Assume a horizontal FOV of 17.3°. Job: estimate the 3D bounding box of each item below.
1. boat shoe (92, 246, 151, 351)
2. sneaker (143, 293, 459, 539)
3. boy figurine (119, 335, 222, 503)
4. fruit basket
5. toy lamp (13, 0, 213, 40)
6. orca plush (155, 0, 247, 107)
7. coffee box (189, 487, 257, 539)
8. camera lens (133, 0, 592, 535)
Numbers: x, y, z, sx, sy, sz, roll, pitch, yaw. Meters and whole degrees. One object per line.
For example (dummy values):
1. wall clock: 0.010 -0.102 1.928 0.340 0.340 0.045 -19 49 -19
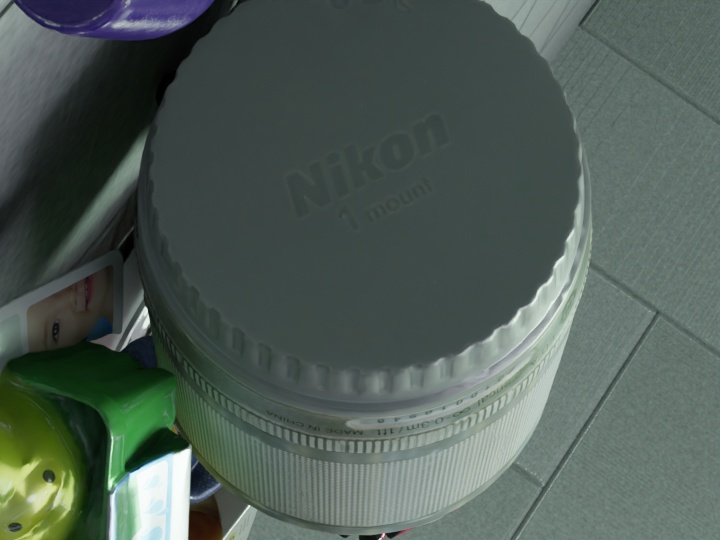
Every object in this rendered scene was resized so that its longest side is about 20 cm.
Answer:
1. boat shoe: -0.057 -0.016 1.121 0.200 0.066 0.070 -53 176 -40
2. sneaker: -0.024 0.033 1.026 0.074 0.200 0.081 -14 149 -48
3. boy figurine: -0.107 0.075 0.925 0.199 0.125 0.064 -21 160 -51
4. fruit basket: -0.132 0.109 0.763 0.200 0.093 0.187 -40 139 -58
5. toy lamp: -0.044 -0.102 0.635 0.058 0.058 0.200 -56 179 22
6. orca plush: -0.032 -0.106 0.899 0.104 0.072 0.200 -10 161 -5
7. coffee box: -0.151 0.165 1.125 0.200 0.114 0.080 -54 172 -32
8. camera lens: 0.000 0.000 0.859 0.160 0.159 0.200 -54 170 -17
